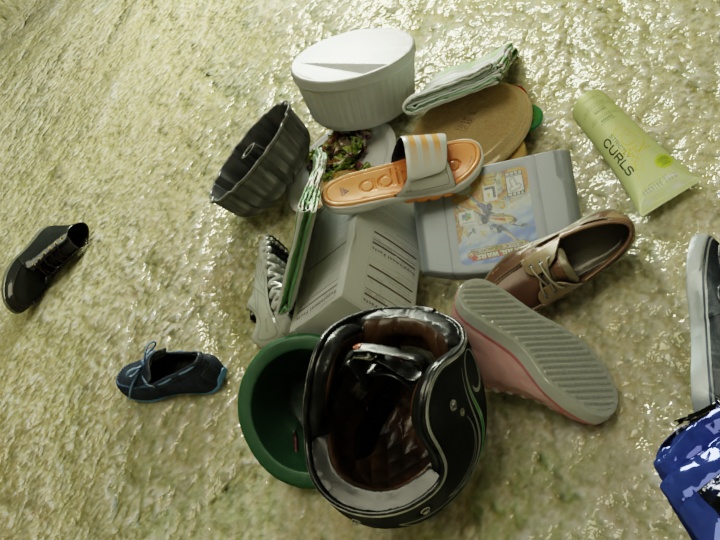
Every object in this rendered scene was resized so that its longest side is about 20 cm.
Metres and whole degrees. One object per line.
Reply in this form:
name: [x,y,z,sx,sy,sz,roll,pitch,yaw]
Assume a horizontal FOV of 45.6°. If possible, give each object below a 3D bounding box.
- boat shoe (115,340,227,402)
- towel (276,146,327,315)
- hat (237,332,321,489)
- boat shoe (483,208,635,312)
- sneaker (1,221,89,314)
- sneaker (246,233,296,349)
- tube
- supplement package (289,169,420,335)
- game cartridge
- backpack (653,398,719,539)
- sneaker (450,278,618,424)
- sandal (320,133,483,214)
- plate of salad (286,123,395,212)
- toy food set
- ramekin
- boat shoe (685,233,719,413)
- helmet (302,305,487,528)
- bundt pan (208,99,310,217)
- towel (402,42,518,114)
boat shoe: [-0.277,0.135,1.218,0.197,0.069,0.085,-14,46,28]
towel: [-0.072,-0.052,1.072,0.023,0.154,0.201,12,28,-4]
hat: [-0.052,0.159,1.061,0.164,0.176,0.202,-32,78,6]
boat shoe: [0.212,-0.005,0.942,0.199,0.076,0.072,-36,-1,7]
sneaker: [-0.585,-0.014,1.590,0.105,0.075,0.202,-12,46,32]
sneaker: [-0.128,0.026,1.205,0.081,0.075,0.201,-35,39,19]
tube: [0.321,-0.146,1.028,0.201,0.051,0.059,-112,36,-44]
supplement package: [0.000,0.000,1.070,0.113,0.109,0.202,-35,34,43]
game cartridge: [0.163,-0.060,1.027,0.197,0.042,0.135,-12,70,17]
backpack: [0.339,0.157,0.643,0.199,0.163,0.168,-35,36,6]
sneaker: [0.172,0.104,0.903,0.200,0.105,0.075,39,51,22]
sandal: [0.048,-0.120,1.018,0.204,0.060,0.080,-17,50,0]
plate of salad: [-0.037,-0.168,1.327,0.198,0.048,0.202,-22,43,22]
toy food set: [0.156,-0.189,1.195,0.198,0.049,0.200,1,54,39]
ramekin: [-0.004,-0.297,1.346,0.199,0.095,0.204,-9,34,6]
boat shoe: [0.359,0.051,0.803,0.090,0.071,0.203,-9,55,30]
helmet: [0.036,0.152,0.863,0.196,0.194,0.200,-2,21,1]
bundt pan: [-0.152,-0.167,1.365,0.201,0.076,0.203,-41,24,23]
towel: [0.146,-0.282,1.238,0.147,0.031,0.200,-16,19,24]
